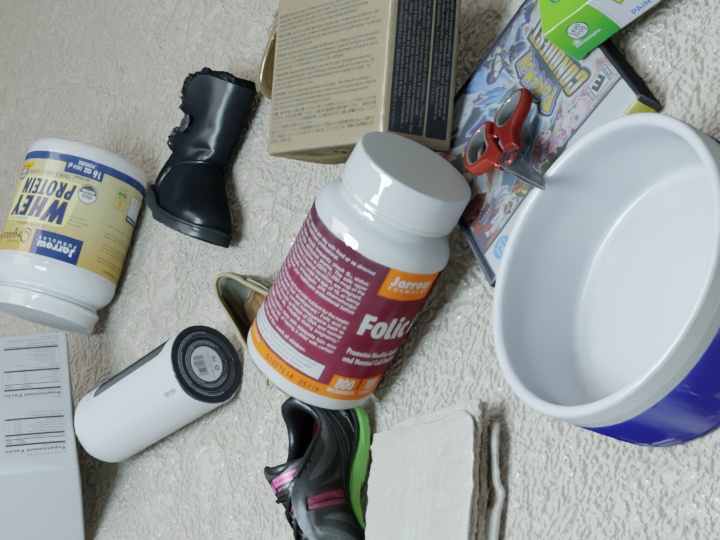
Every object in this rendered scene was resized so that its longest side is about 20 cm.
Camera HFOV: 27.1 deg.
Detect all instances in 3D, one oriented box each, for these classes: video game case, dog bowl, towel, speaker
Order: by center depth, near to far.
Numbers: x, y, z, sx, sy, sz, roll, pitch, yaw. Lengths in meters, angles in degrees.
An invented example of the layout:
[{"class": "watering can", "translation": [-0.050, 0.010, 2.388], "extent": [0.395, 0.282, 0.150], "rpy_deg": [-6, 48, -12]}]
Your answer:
[{"class": "dog bowl", "translation": [0.176, 0.007, 0.940], "extent": [0.200, 0.079, 0.201], "rpy_deg": [-36, 43, 43]}, {"class": "towel", "translation": [0.047, 0.197, 1.070], "extent": [0.132, 0.034, 0.201], "rpy_deg": [-25, 52, 51]}, {"class": "video game case", "translation": [0.129, -0.109, 1.144], "extent": [0.181, 0.025, 0.200], "rpy_deg": [-54, 33, 23]}, {"class": "speaker", "translation": [-0.202, 0.125, 1.470], "extent": [0.200, 0.081, 0.081], "rpy_deg": [-32, 45, 46]}]

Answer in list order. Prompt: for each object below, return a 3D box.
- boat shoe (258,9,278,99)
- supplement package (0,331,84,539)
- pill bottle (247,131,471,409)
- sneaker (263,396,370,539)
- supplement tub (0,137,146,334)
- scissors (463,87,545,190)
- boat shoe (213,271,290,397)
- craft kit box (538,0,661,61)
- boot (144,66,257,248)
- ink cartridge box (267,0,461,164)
[{"class": "boat shoe", "translation": [-0.040, -0.250, 1.458], "extent": [0.200, 0.073, 0.063], "rpy_deg": [-59, 18, -7]}, {"class": "supplement package", "translation": [-0.375, 0.192, 1.583], "extent": [0.200, 0.150, 0.152], "rpy_deg": [-107, 17, -48]}, {"class": "pill bottle", "translation": [0.000, 0.000, 1.171], "extent": [0.200, 0.114, 0.114], "rpy_deg": [-62, 30, 26]}, {"class": "sneaker", "translation": [-0.039, 0.185, 1.162], "extent": [0.077, 0.084, 0.200], "rpy_deg": [-43, 38, 39]}, {"class": "supplement tub", "translation": [-0.340, -0.039, 1.732], "extent": [0.144, 0.144, 0.201], "rpy_deg": [-5, 67, 57]}, {"class": "scissors", "translation": [0.104, -0.075, 1.070], "extent": [0.073, 0.014, 0.200], "rpy_deg": [-46, 18, 21]}, {"class": "boat shoe", "translation": [-0.078, 0.060, 1.328], "extent": [0.073, 0.063, 0.200], "rpy_deg": [-62, 31, 8]}, {"class": "craft kit box", "translation": [0.208, -0.283, 1.090], "extent": [0.197, 0.048, 0.200], "rpy_deg": [-38, 39, 36]}, {"class": "boot", "translation": [-0.159, -0.125, 1.563], "extent": [0.169, 0.076, 0.200], "rpy_deg": [-68, 24, 7]}, {"class": "ink cartridge box", "translation": [0.001, -0.179, 1.270], "extent": [0.200, 0.075, 0.165], "rpy_deg": [2, 86, 60]}]
